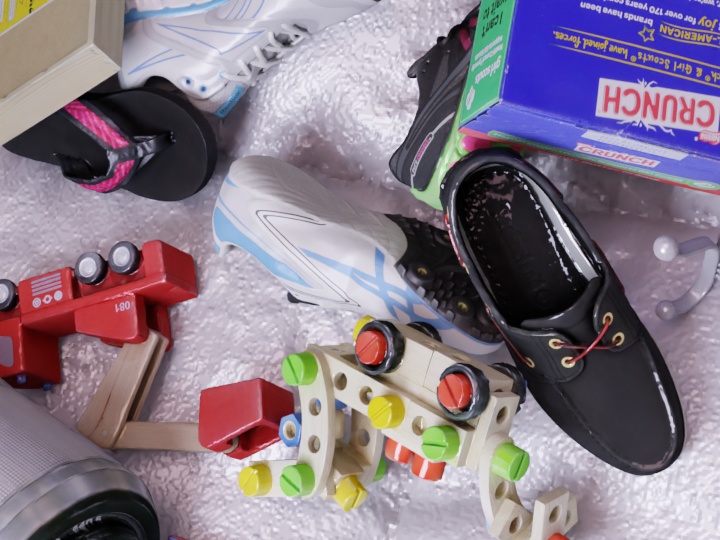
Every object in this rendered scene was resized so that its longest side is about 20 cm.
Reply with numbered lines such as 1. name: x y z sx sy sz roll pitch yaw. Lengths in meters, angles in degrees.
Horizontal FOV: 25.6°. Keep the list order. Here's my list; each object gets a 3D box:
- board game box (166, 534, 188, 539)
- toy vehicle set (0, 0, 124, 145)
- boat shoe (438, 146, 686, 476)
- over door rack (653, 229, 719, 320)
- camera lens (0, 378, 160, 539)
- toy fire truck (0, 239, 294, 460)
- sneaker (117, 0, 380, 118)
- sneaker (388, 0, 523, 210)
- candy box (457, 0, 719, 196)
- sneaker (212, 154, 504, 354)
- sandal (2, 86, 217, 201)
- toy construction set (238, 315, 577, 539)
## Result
1. board game box: -0.041 0.231 0.905 0.199 0.019 0.104 15 83 26
2. toy vehicle set: -0.208 -0.179 1.038 0.124 0.026 0.201 -26 47 25
3. boat shoe: 0.107 0.026 0.840 0.073 0.063 0.202 -32 92 6
4. over door rack: 0.220 0.002 0.765 0.066 0.201 0.148 -30 60 -29
5. camera lens: -0.229 0.149 0.926 0.199 0.160 0.161 29 88 29
6. toy fire truck: -0.145 0.058 0.980 0.199 0.049 0.142 -16 70 19
7. sneaker: -0.073 -0.142 0.999 0.199 0.075 0.087 -9 78 29
8. sneaker: 0.071 -0.131 0.923 0.083 0.077 0.201 13 69 41
9. candy box: 0.156 -0.156 0.855 0.168 0.077 0.202 13 78 -10
10. sneaker: 0.000 0.000 0.932 0.199 0.072 0.073 28 123 20
11. sandal: -0.176 -0.082 1.018 0.199 0.045 0.076 12 120 31
12. toy construction set: 0.030 0.099 0.863 0.199 0.092 0.132 22 103 26
